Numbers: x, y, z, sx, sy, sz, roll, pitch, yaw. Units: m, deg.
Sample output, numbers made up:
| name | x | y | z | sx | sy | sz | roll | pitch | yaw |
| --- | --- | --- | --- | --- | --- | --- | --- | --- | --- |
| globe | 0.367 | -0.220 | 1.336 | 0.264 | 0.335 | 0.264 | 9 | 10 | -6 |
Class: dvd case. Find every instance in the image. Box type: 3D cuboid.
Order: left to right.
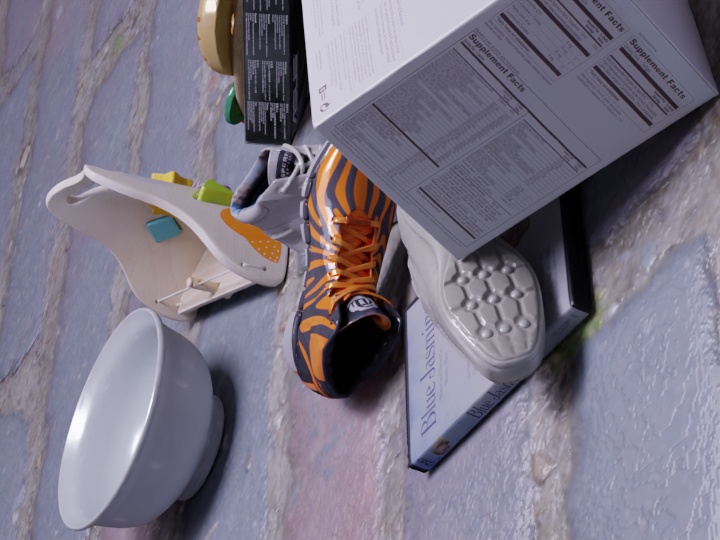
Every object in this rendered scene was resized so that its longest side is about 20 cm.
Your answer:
| name | x | y | z | sx | sy | sz | roll | pitch | yaw |
| --- | --- | --- | --- | --- | --- | --- | --- | --- | --- |
| dvd case | 0.087 | 0.027 | 1.463 | 0.200 | 0.018 | 0.143 | -49 | 31 | 40 |

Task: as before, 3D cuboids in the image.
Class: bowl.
| name | x | y | z | sx | sy | sz | roll | pitch | yaw |
| --- | --- | --- | --- | --- | --- | --- | --- | --- | --- |
| bowl | -0.178 | 0.139 | 1.869 | 0.201 | 0.090 | 0.201 | -49 | 30 | 41 |

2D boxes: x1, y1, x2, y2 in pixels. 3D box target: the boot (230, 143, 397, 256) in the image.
| name | x | y | z | sx | sy | sz | roll | pitch | yaw |
| --- | --- | --- | --- | --- | --- | --- | --- | --- | --- |
| boot | -0.028 | -0.069 | 1.702 | 0.200 | 0.096 | 0.074 | -38 | 37 | 51 |

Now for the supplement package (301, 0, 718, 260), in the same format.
| name | x | y | z | sx | sy | sz | roll | pitch | yaw |
| --- | --- | --- | --- | --- | --- | --- | --- | --- | --- |
| supplement package | 0.089 | -0.144 | 1.360 | 0.200 | 0.151 | 0.152 | -33 | 36 | 22 |

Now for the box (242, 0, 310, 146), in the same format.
| name | x | y | z | sx | sy | sz | roll | pitch | yaw |
| --- | --- | --- | --- | --- | --- | --- | --- | --- | --- |
| box | -0.060 | -0.233 | 1.811 | 0.193 | 0.048 | 0.200 | -76 | -11 | -61 |

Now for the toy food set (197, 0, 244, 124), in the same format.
| name | x | y | z | sx | sy | sz | roll | pitch | yaw |
| --- | --- | --- | --- | --- | --- | --- | --- | --- | --- |
| toy food set | -0.091 | -0.225 | 1.929 | 0.198 | 0.049 | 0.200 | 82 | -161 | -53 |

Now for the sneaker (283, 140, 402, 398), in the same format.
| name | x | y | z | sx | sy | sz | roll | pitch | yaw |
| --- | --- | --- | --- | --- | --- | --- | --- | --- | --- |
| sneaker | 0.000 | 0.000 | 1.598 | 0.112 | 0.078 | 0.200 | -145 | 60 | -68 |

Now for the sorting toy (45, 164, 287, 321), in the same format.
| name | x | y | z | sx | sy | sz | roll | pitch | yaw |
| --- | --- | --- | --- | --- | --- | --- | --- | --- | --- |
| sorting toy | -0.177 | -0.044 | 1.907 | 0.200 | 0.180 | 0.107 | -21 | 52 | 60 |

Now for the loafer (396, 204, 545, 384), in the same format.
| name | x | y | z | sx | sy | sz | roll | pitch | yaw |
| --- | --- | --- | --- | --- | --- | --- | --- | --- | --- |
| loafer | 0.073 | 0.013 | 1.416 | 0.200 | 0.070 | 0.070 | -111 | 11 | -52 |
